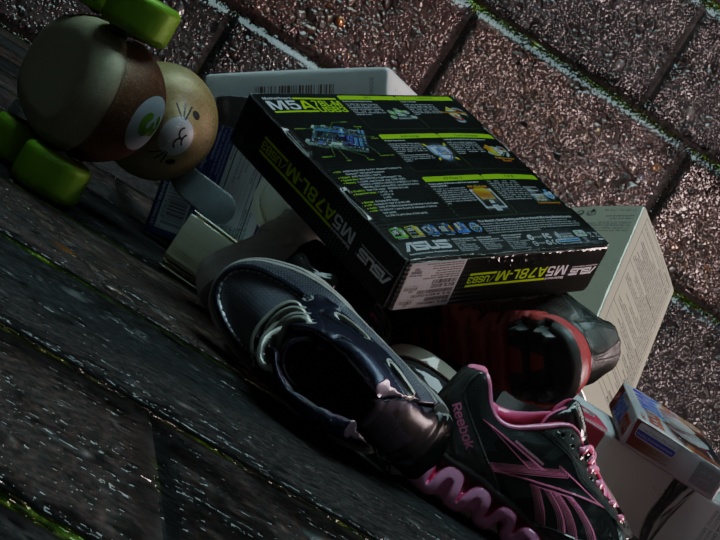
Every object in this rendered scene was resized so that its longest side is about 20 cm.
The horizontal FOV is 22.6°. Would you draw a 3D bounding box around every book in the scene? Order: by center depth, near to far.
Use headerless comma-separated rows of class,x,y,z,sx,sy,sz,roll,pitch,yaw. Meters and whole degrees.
book,-0.049,0.032,1.383,0.200,0.048,0.134,35,2,5

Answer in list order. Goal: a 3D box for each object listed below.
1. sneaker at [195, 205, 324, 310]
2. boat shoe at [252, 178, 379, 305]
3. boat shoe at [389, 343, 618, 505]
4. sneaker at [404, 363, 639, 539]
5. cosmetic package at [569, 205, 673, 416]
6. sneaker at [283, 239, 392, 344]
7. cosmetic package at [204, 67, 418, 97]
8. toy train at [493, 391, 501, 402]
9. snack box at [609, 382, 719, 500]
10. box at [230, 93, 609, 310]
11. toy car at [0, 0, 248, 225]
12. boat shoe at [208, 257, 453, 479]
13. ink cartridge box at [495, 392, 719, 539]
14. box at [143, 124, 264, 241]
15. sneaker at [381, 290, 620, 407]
sneaker,-0.042,-0.037,1.310,0.200,0.074,0.116,-10,62,-29
boat shoe,0.000,0.000,1.384,0.200,0.074,0.060,38,-1,8
boat shoe,0.083,0.131,1.193,0.200,0.073,0.063,37,46,-6
sneaker,0.119,0.128,1.080,0.200,0.095,0.079,34,1,-5
cosmetic package,0.187,0.049,1.476,0.071,0.200,0.105,0,-49,31
sneaker,-0.016,0.025,1.219,0.074,0.087,0.200,37,13,18
cosmetic package,-0.032,-0.077,1.585,0.167,0.167,0.200,-2,-6,14
toy train,0.128,0.060,1.549,0.200,0.087,0.114,54,43,-5
snack box,0.215,0.118,1.275,0.072,0.024,0.200,32,6,3
box,0.042,-0.053,1.242,0.200,0.048,0.193,-5,39,-43
toy car,-0.156,-0.114,1.386,0.200,0.164,0.158,27,6,-33
boat shoe,-0.035,0.041,1.061,0.200,0.075,0.093,34,-2,34
ink cartridge box,0.191,0.163,1.322,0.200,0.083,0.145,33,4,-7
box,-0.065,-0.055,1.471,0.200,0.121,0.032,20,0,14
sneaker,0.101,0.048,1.278,0.098,0.071,0.200,-14,16,-42
